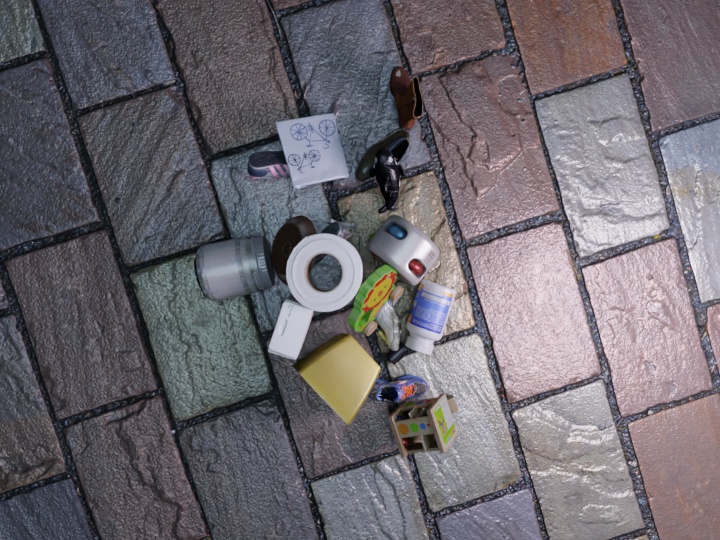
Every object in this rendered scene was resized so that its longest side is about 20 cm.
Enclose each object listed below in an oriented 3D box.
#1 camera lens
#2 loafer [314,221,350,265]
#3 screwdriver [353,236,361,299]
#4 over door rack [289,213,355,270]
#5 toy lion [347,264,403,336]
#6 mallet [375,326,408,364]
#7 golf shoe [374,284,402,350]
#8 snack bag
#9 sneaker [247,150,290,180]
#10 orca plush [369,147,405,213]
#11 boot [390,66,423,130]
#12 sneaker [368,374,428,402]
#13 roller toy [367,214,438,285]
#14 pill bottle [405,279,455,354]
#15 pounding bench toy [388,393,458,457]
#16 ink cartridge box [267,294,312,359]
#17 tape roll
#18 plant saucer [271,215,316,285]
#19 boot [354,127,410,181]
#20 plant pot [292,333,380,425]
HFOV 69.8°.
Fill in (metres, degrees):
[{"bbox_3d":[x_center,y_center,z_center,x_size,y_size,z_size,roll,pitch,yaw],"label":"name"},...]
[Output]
[{"bbox_3d":[-0.354,-0.007,1.453,0.197,0.160,0.162,-11,93,-2],"label":"camera lens"},{"bbox_3d":[-0.109,-0.057,1.445,0.199,0.063,0.072,-36,56,27],"label":"loafer"},{"bbox_3d":[0.000,0.000,1.537,0.029,0.028,0.203,6,92,-33],"label":"screwdriver"},{"bbox_3d":[-0.120,-0.080,1.507,0.197,0.067,0.150,8,91,-3],"label":"over door rack"},{"bbox_3d":[0.032,0.078,1.403,0.068,0.191,0.201,39,95,22],"label":"toy lion"},{"bbox_3d":[0.069,0.182,1.545,0.065,0.041,0.201,-32,89,-3],"label":"mallet"},{"bbox_3d":[0.070,0.139,1.520,0.096,0.078,0.203,-9,74,14],"label":"golf shoe"},{"bbox_3d":[-0.133,-0.345,1.486,0.187,0.021,0.202,-17,91,-23],"label":"snack bag"},{"bbox_3d":[-0.231,-0.300,1.501,0.197,0.082,0.071,-2,61,-20],"label":"sneaker"},{"bbox_3d":[0.065,-0.240,1.460,0.104,0.071,0.202,16,133,9],"label":"orca plush"},{"bbox_3d":[0.126,-0.498,1.432,0.067,0.200,0.191,-2,93,-3],"label":"boot"},{"bbox_3d":[0.111,0.358,1.519,0.197,0.078,0.076,-4,99,-19],"label":"sneaker"},{"bbox_3d":[0.126,-0.060,1.460,0.199,0.182,0.140,40,88,-4],"label":"roller toy"},{"bbox_3d":[0.198,0.136,1.508,0.111,0.112,0.202,19,91,-3],"label":"pill bottle"},{"bbox_3d":[0.191,0.442,1.523,0.155,0.199,0.126,-18,91,30],"label":"pounding bench toy"},{"bbox_3d":[-0.187,0.152,1.447,0.083,0.200,0.147,18,92,-2],"label":"ink cartridge box"},{"bbox_3d":[-0.092,0.004,1.347,0.200,0.071,0.205,0,92,4],"label":"tape roll"},{"bbox_3d":[-0.196,-0.058,1.450,0.036,0.199,0.203,11,93,-42],"label":"plant saucer"},{"bbox_3d":[0.062,-0.326,1.476,0.200,0.097,0.075,-44,110,12],"label":"boot"},{"bbox_3d":[-0.057,0.290,1.473,0.176,0.200,0.200,-44,93,-13],"label":"plant pot"}]
